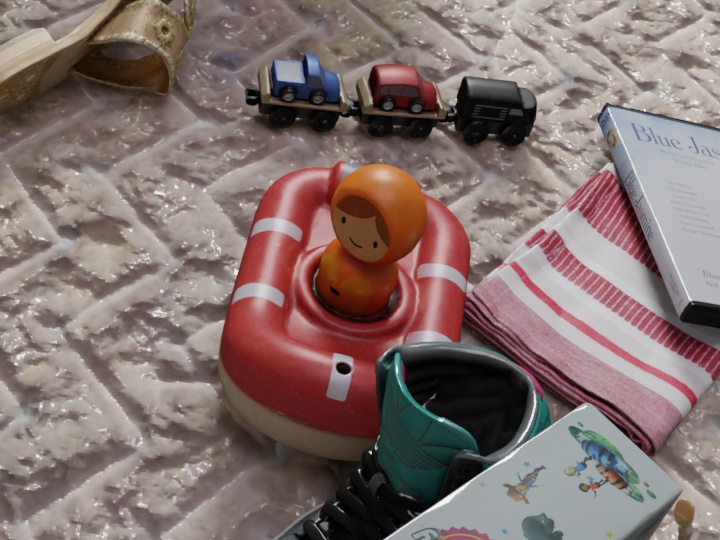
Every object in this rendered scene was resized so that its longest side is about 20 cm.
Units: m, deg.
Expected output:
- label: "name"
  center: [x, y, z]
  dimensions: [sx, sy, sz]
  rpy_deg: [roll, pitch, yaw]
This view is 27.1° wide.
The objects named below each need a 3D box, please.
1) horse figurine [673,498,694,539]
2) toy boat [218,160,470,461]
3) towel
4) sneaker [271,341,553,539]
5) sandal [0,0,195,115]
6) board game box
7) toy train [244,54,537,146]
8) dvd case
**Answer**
- label: "horse figurine"
  center: [0.127, 0.202, 0.671]
  dimensions: [0.049, 0.134, 0.200]
  rpy_deg: [16, 48, 30]
- label: "toy boat"
  center: [0.000, 0.000, 0.802]
  dimensions: [0.129, 0.132, 0.201]
  rpy_deg: [14, 44, -3]
- label: "towel"
  center: [0.166, 0.014, 0.920]
  dimensions: [0.143, 0.023, 0.200]
  rpy_deg: [36, 47, 16]
- label: "sneaker"
  center: [0.014, 0.102, 0.694]
  dimensions: [0.199, 0.122, 0.084]
  rpy_deg: [-33, 55, -23]
- label: "sandal"
  center: [-0.149, -0.133, 0.942]
  dimensions: [0.211, 0.078, 0.070]
  rpy_deg: [-37, 85, -34]
- label: "board game box"
  center: [0.033, 0.161, 0.645]
  dimensions: [0.199, 0.148, 0.064]
  rpy_deg: [-29, 61, -37]
- label: "toy train"
  center: [0.023, -0.112, 0.979]
  dimensions: [0.197, 0.046, 0.034]
  rpy_deg: [3, 46, -15]
- label: "dvd case"
  center: [0.241, -0.031, 0.968]
  dimensions: [0.141, 0.018, 0.201]
  rpy_deg: [9, 40, -18]
